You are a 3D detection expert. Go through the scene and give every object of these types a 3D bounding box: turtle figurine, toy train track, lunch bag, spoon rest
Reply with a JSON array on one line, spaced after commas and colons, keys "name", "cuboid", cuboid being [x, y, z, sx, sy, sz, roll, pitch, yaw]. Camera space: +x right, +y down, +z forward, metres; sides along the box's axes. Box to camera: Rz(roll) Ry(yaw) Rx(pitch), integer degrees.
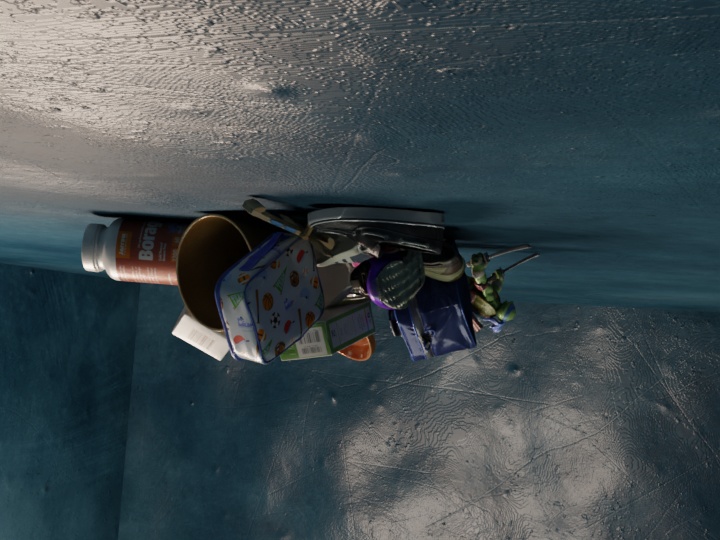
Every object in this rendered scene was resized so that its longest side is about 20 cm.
[{"name": "turtle figurine", "cuboid": [0.215, -0.006, 1.789, 0.192, 0.202, 0.144, 23, -155, 17]}, {"name": "toy train track", "cuboid": [-0.097, -0.073, 1.435, 0.115, 0.033, 0.199, 41, -169, 34]}, {"name": "lunch bag", "cuboid": [0.113, 0.056, 1.642, 0.131, 0.201, 0.137, -14, 128, 12]}, {"name": "spoon rest", "cuboid": [-0.019, 0.016, 1.624, 0.060, 0.100, 0.199, 26, 165, -40]}, {"name": "lunch bag", "cuboid": [-0.134, 0.034, 1.487, 0.075, 0.162, 0.200, 3, -150, 31]}]

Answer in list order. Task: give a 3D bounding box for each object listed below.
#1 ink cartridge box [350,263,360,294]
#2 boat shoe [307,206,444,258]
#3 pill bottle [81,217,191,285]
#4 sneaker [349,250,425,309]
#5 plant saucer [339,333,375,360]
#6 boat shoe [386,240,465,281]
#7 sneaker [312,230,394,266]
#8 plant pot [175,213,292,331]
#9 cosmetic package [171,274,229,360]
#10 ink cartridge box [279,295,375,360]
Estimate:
[{"name": "ink cartridge box", "cuboid": [0.000, 0.000, 1.738, 0.094, 0.037, 0.201, 3, 147, 24]}, {"name": "boat shoe", "cuboid": [0.020, -0.051, 1.392, 0.197, 0.069, 0.072, 4, 176, 8]}, {"name": "pill bottle", "cuboid": [-0.386, -0.035, 1.746, 0.197, 0.114, 0.112, 4, 176, 1]}, {"name": "sneaker", "cuboid": [0.027, 0.017, 1.433, 0.098, 0.070, 0.200, -7, -172, 19]}, {"name": "plant saucer", "cuboid": [-0.049, 0.088, 1.859, 0.199, 0.032, 0.201, 35, 154, 19]}, {"name": "boat shoe", "cuboid": [0.072, -0.040, 1.572, 0.198, 0.074, 0.065, 12, 151, 19]}, {"name": "sneaker", "cuboid": [-0.015, -0.039, 1.555, 0.084, 0.076, 0.199, 12, 173, -30]}, {"name": "plant pot", "cuboid": [-0.172, -0.005, 1.641, 0.185, 0.189, 0.199, 1, -175, 39]}, {"name": "cosmetic package", "cuboid": [-0.240, 0.045, 1.718, 0.101, 0.201, 0.071, 30, 136, -12]}, {"name": "ink cartridge box", "cuboid": [-0.044, 0.092, 1.644, 0.103, 0.060, 0.199, -8, -172, 31]}]
